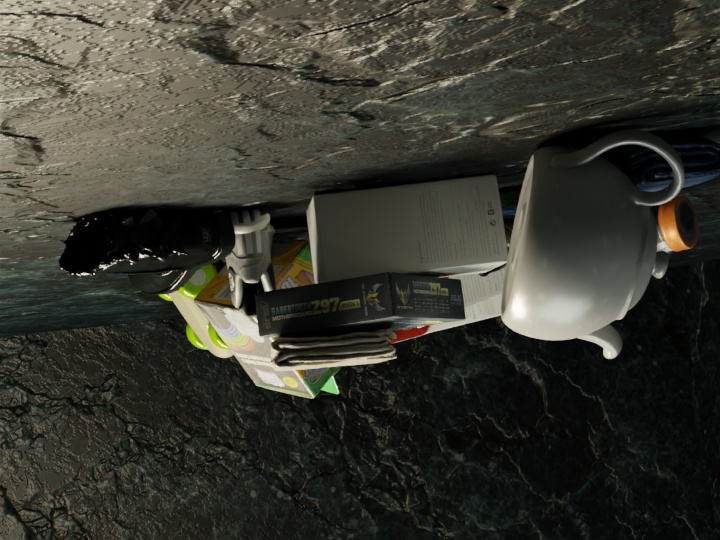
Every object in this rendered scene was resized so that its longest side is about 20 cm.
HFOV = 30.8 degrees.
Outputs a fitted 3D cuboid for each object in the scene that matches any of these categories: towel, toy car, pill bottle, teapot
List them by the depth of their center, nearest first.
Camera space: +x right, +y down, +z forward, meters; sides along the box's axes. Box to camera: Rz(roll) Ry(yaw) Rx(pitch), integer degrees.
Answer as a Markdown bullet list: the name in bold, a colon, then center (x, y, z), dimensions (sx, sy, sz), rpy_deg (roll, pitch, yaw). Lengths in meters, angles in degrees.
- **teapot**: center (0.219, -0.023, 1.237), dimensions (0.146, 0.198, 0.200), rpy_deg (10, 176, 3)
- **towel**: center (0.287, -0.101, 1.341), dimensions (0.111, 0.049, 0.200), rpy_deg (-6, 175, -13)
- **towel**: center (-0.032, 0.085, 1.396), dimensions (0.132, 0.035, 0.200), rpy_deg (-4, 175, -6)
- **toy car**: center (-0.153, 0.004, 1.745), dimensions (0.200, 0.158, 0.164), rpy_deg (-36, -171, -18)
- **pill bottle**: center (0.349, -0.049, 1.759), dimensions (0.200, 0.106, 0.106), rpy_deg (-10, 175, 39)

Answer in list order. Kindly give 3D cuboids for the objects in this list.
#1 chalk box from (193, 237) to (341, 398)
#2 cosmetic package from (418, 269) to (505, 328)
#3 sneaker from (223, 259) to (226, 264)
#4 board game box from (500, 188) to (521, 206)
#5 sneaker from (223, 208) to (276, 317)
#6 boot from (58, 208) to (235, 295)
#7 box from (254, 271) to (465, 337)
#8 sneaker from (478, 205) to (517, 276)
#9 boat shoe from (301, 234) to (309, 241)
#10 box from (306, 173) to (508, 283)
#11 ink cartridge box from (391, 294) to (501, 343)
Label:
- **chalk box**: center (-0.085, 0.071, 1.625), dimensions (0.124, 0.200, 0.124), rpy_deg (6, -131, 48)
- **cosmetic package**: center (0.136, 0.002, 1.813), dimensions (0.200, 0.074, 0.102), rpy_deg (-23, -156, -18)
- **sneaker**: center (-0.135, 0.040, 1.863), dimensions (0.200, 0.147, 0.081), rpy_deg (-6, 176, -8)
- **board game box**: center (0.216, -0.081, 1.632), dimensions (0.134, 0.029, 0.200), rpy_deg (-5, 176, -33)
- **sneaker**: center (-0.132, -0.002, 1.504), dimensions (0.075, 0.116, 0.200), rpy_deg (-7, 176, -3)
- **boot**: center (-0.247, -0.016, 1.410), dimensions (0.162, 0.073, 0.198), rpy_deg (-7, 169, -42)
- **box**: center (0.004, 0.039, 1.396), dimensions (0.157, 0.051, 0.200), rpy_deg (-9, 174, 26)
- **sneaker**: center (0.133, -0.037, 1.558), dimensions (0.199, 0.083, 0.071), rpy_deg (6, 165, 27)
- **boat shoe**: center (-0.043, -0.011, 1.693), dimensions (0.074, 0.063, 0.201), rpy_deg (-38, 168, -3)
- **box**: center (0.047, -0.039, 1.433), dimensions (0.200, 0.098, 0.124), rpy_deg (-7, 176, -7)
- **ink cartridge box**: center (0.111, 0.048, 1.902), dimensions (0.200, 0.057, 0.163), rpy_deg (-10, -169, -5)
